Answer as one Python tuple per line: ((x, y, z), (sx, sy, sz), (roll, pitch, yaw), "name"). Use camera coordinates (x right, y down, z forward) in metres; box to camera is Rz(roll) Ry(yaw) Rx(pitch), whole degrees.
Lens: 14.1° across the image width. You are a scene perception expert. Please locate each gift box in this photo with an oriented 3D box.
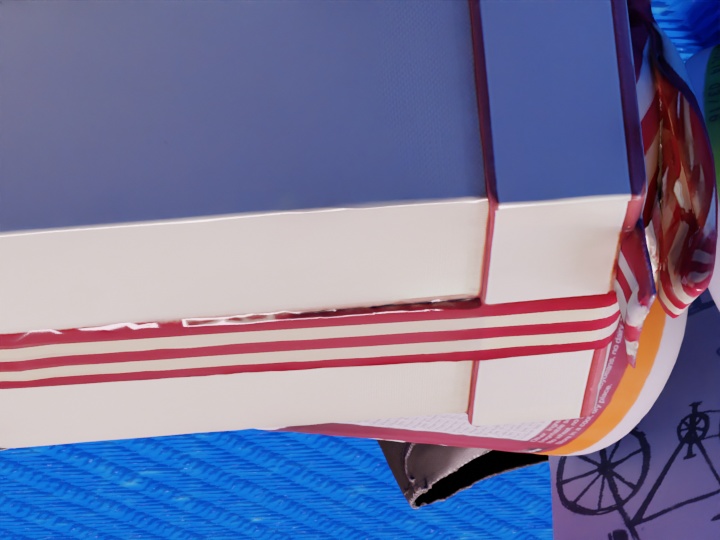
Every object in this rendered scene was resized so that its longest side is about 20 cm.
((-0.011, -0.056, 0.700), (0.186, 0.185, 0.200), (-4, 165, -3), "gift box")

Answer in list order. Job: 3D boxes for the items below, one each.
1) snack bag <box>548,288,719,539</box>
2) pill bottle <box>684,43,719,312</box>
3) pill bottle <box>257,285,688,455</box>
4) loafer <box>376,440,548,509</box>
((0.147, 0.039, 0.983), (0.188, 0.200, 0.021), (-18, 142, 25), "snack bag")
((0.207, -0.043, 0.902), (0.199, 0.111, 0.111), (-17, 157, 24), "pill bottle")
((0.000, 0.000, 0.947), (0.200, 0.110, 0.110), (7, 155, -33), "pill bottle")
((0.100, 0.058, 1.182), (0.199, 0.072, 0.073), (-12, 159, 12), "loafer")
